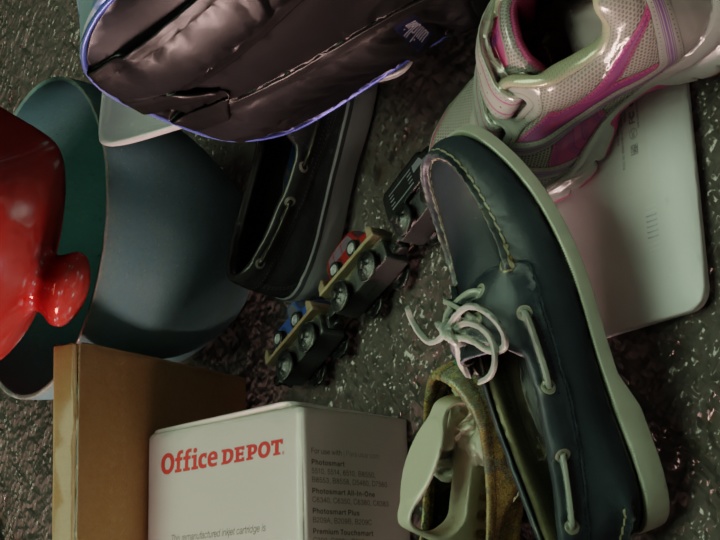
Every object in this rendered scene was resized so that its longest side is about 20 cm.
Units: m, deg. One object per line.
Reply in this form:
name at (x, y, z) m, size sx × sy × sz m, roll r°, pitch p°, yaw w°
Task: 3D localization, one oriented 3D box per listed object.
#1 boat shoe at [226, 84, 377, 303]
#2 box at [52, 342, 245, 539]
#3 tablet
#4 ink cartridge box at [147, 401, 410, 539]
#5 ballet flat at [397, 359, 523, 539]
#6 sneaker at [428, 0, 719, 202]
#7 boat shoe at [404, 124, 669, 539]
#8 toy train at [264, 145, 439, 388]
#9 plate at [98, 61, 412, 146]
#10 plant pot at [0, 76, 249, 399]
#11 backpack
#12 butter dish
boat shoe at (-0.042, -0.082, 0.970) m, size 0.070 × 0.066 × 0.201 m, roll 19°, pitch 99°, yaw 55°
box at (-0.119, 0.152, 0.963) m, size 0.021 × 0.163 × 0.201 m, roll -10°, pitch 74°, yaw 30°
tablet at (0.110, -0.066, 0.791) m, size 0.130 × 0.014 × 0.201 m, roll -23°, pitch 65°, yaw 53°
ink cartridge box at (-0.046, 0.182, 0.900) m, size 0.146 × 0.084 × 0.201 m, roll -15°, pitch 70°, yaw 47°
ballet flat at (0.045, 0.139, 0.799) m, size 0.071 × 0.071 × 0.201 m, roll 7°, pitch 90°, yaw 56°
sneaker at (0.083, -0.096, 0.744) m, size 0.200 × 0.088 × 0.082 m, roll -42°, pitch 51°, yaw 45°
boat shoe at (0.068, 0.033, 0.731) m, size 0.201 × 0.062 × 0.075 m, roll 68°, pitch 159°, yaw 2°
toy train at (0.000, 0.000, 0.923) m, size 0.200 × 0.034 × 0.046 m, roll -51°, pitch 41°, yaw 38°
plate at (-0.056, -0.172, 0.962) m, size 0.199 × 0.032 × 0.201 m, roll -12°, pitch 61°, yaw 23°
plant pot at (-0.147, -0.014, 1.053) m, size 0.200 × 0.134 × 0.201 m, roll -15°, pitch 72°, yaw 54°
backpack at (-0.042, -0.166, 0.821) m, size 0.200 × 0.183 × 0.147 m, roll -33°, pitch 54°, yaw 28°
butter dish at (-0.224, -0.011, 0.932) m, size 0.200 × 0.147 × 0.200 m, roll -49°, pitch -21°, yaw -73°
